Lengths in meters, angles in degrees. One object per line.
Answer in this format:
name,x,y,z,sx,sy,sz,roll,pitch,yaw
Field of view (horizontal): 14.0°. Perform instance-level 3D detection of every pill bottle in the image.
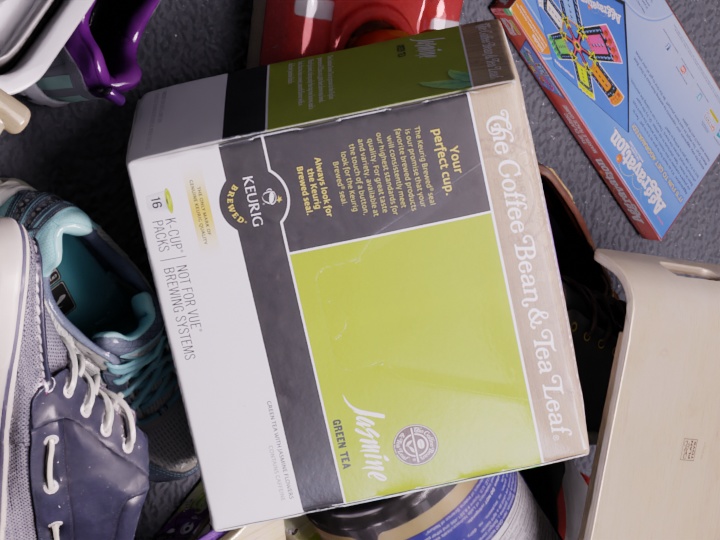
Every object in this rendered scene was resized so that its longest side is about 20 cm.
pill bottle,0.054,0.160,1.623,0.112,0.112,0.200,-50,128,-25

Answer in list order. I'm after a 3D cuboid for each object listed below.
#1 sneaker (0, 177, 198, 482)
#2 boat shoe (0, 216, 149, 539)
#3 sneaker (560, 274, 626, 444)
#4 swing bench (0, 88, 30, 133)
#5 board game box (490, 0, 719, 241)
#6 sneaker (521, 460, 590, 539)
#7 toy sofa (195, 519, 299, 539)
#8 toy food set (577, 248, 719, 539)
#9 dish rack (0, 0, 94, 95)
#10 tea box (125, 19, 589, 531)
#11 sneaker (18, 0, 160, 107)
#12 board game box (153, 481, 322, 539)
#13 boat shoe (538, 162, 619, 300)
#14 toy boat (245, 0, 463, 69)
sneaker,-0.130,0.041,1.488,0.078,0.086,0.200,-52,127,-24
boat shoe,-0.148,0.060,1.437,0.093,0.075,0.200,-1,127,-15
sneaker,0.140,0.040,1.650,0.200,0.075,0.106,-12,140,-19
swing bench,-0.292,-0.049,1.297,0.200,0.130,0.199,42,69,-38
board game box,0.157,-0.122,1.773,0.103,0.019,0.200,-54,127,-25
sneaker,0.136,0.158,1.765,0.108,0.067,0.202,-31,119,-37
toy sofa,-0.122,0.185,1.496,0.200,0.083,0.098,-28,117,-24
toy food set,0.156,0.092,1.608,0.143,0.060,0.200,8,93,-48
dish rack,-0.203,-0.194,1.384,0.200,0.044,0.172,38,68,-18
tea box,0.000,0.000,1.478,0.197,0.134,0.200,-11,108,3
sneaker,-0.115,-0.176,1.468,0.074,0.087,0.200,15,86,-43
board game box,-0.028,0.129,1.636,0.200,0.032,0.120,-51,130,-25
boat shoe,0.114,0.013,1.721,0.070,0.070,0.200,-53,129,-27
toy boat,0.018,-0.109,1.571,0.130,0.131,0.200,3,94,-43
